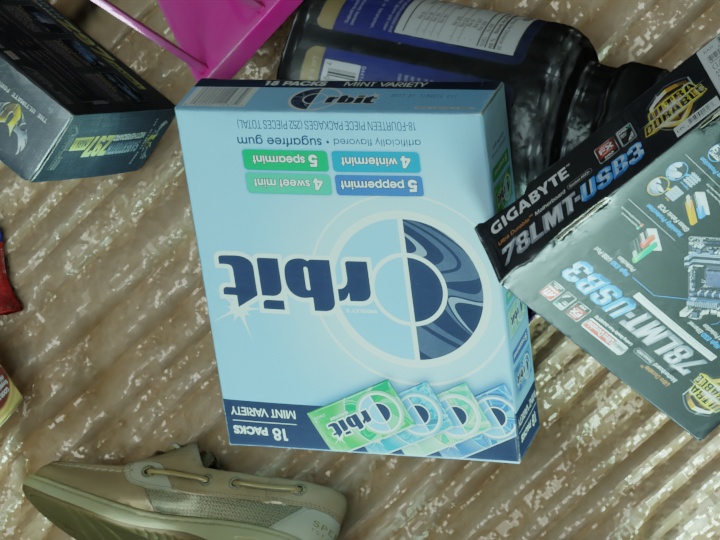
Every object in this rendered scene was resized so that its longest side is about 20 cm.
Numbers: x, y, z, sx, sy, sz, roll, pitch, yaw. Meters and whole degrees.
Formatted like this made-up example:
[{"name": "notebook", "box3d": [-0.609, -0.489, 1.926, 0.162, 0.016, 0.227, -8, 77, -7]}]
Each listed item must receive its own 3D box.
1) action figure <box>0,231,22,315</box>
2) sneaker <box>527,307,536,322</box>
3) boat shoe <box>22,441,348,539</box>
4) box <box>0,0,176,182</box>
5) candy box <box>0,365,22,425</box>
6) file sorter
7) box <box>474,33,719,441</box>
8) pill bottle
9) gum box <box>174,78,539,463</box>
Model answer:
[{"name": "action figure", "box3d": [-0.250, -0.067, 1.620, 0.065, 0.052, 0.202, -16, 88, 23]}, {"name": "sneaker", "box3d": [0.006, -0.007, 1.535, 0.199, 0.074, 0.088, 35, 94, 1]}, {"name": "boat shoe", "box3d": [-0.099, 0.135, 1.582, 0.199, 0.071, 0.065, 12, 63, 25]}, {"name": "box", "box3d": [-0.213, -0.129, 1.542, 0.200, 0.158, 0.051, 39, 105, 10]}, {"name": "candy box", "box3d": [-0.299, 0.026, 1.597, 0.115, 0.055, 0.201, -26, 103, 33]}, {"name": "file sorter", "box3d": [-0.073, -0.228, 1.475, 0.200, 0.125, 0.139, -46, 41, 16]}, {"name": "box", "box3d": [0.193, -0.022, 1.408, 0.198, 0.200, 0.050, -37, 44, 18]}, {"name": "pill bottle", "box3d": [0.061, -0.084, 1.481, 0.199, 0.112, 0.113, 13, 98, 17]}, {"name": "gum box", "box3d": [0.000, 0.000, 1.455, 0.169, 0.045, 0.201, 2, 118, 20]}]
